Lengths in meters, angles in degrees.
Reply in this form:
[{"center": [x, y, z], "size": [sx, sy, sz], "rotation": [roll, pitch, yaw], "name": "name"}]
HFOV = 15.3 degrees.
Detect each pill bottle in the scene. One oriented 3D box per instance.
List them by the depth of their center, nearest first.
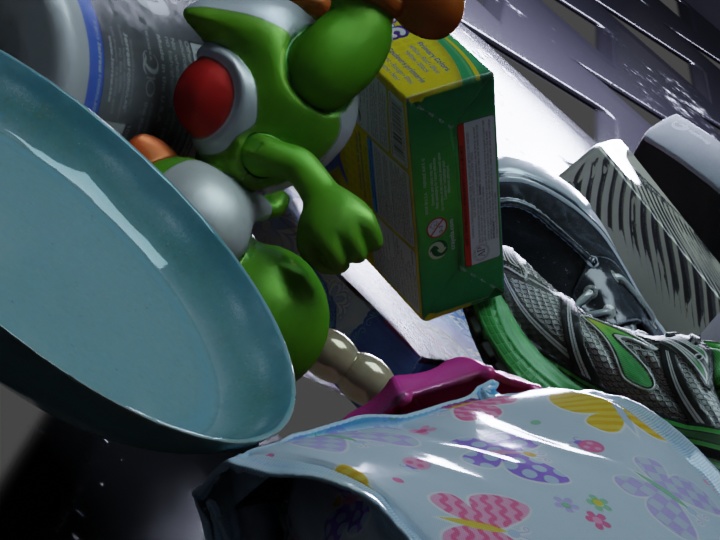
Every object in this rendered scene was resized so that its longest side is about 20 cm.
[{"center": [-0.116, -0.075, 1.126], "size": [0.114, 0.114, 0.200], "rotation": [43, 15, 21], "name": "pill bottle"}]

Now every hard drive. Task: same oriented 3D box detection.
[{"center": [0.217, 0.011, 1.617], "size": [0.042, 0.135, 0.200], "rotation": [0, 37, -46], "name": "hard drive"}]

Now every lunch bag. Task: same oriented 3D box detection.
[{"center": [0.057, 0.128, 0.860], "size": [0.169, 0.127, 0.200], "rotation": [-9, 53, -50], "name": "lunch bag"}]

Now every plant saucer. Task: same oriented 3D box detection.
[{"center": [-0.105, -0.009, 0.871], "size": [0.200, 0.027, 0.200], "rotation": [37, 19, -15], "name": "plant saucer"}]

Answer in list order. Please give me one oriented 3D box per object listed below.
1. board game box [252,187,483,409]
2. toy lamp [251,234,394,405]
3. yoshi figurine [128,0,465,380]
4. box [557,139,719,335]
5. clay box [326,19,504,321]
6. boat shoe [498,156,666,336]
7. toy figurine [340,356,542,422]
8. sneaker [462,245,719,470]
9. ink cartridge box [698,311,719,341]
[{"center": [0.000, 0.000, 1.309], "size": [0.199, 0.043, 0.200], "rotation": [43, 15, 25], "name": "board game box"}, {"center": [0.012, 0.056, 1.150], "size": [0.199, 0.058, 0.058], "rotation": [35, 15, -3], "name": "toy lamp"}, {"center": [-0.029, -0.033, 1.075], "size": [0.112, 0.201, 0.113], "rotation": [26, -16, 21], "name": "yoshi figurine"}, {"center": [0.179, 0.023, 1.531], "size": [0.200, 0.068, 0.082], "rotation": [51, 15, 4], "name": "box"}, {"center": [-0.001, -0.078, 1.215], "size": [0.047, 0.116, 0.200], "rotation": [-18, 36, -18], "name": "clay box"}, {"center": [0.116, 0.026, 1.406], "size": [0.200, 0.072, 0.068], "rotation": [53, 9, -23], "name": "boat shoe"}, {"center": [0.065, 0.115, 1.027], "size": [0.183, 0.151, 0.200], "rotation": [26, 38, 9], "name": "toy figurine"}, {"center": [0.118, 0.055, 1.182], "size": [0.200, 0.085, 0.078], "rotation": [45, -8, 29], "name": "sneaker"}, {"center": [0.198, 0.070, 1.258], "size": [0.084, 0.200, 0.146], "rotation": [38, 15, -8], "name": "ink cartridge box"}]
